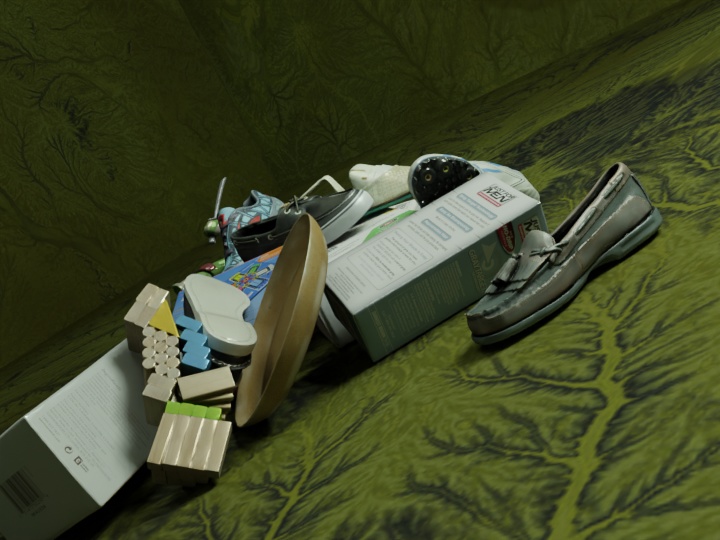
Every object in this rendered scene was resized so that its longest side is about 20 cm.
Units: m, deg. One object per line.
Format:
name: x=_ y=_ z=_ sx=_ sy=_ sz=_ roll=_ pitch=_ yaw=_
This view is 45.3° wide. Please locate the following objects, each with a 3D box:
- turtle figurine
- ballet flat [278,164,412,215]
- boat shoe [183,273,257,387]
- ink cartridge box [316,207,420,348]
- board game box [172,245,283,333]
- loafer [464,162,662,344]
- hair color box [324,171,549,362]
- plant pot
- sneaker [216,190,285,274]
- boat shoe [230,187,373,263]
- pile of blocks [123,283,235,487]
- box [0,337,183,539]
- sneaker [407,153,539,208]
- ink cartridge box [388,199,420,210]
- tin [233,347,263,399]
turtle figurine: x=-0.188 y=-0.004 z=1.304 sx=0.199 sy=0.145 sz=0.194 roll=29 pitch=63 yaw=38
ballet flat: x=-0.013 y=-0.087 z=0.996 sx=0.199 sy=0.063 sz=0.067 roll=-24 pitch=13 yaw=26
boat shoe: x=-0.146 y=0.059 z=0.868 sx=0.061 sy=0.073 sz=0.200 roll=-69 pitch=24 yaw=13
ink cartridge box: x=0.000 y=0.000 z=0.952 sx=0.144 sy=0.085 sz=0.200 roll=-30 pitch=11 yaw=-8
board game box: x=-0.155 y=0.046 z=0.971 sx=0.199 sy=0.019 sz=0.104 roll=-21 pitch=48 yaw=41
loafer: x=0.153 y=-0.016 z=0.685 sx=0.199 sy=0.063 sz=0.072 roll=-33 pitch=11 yaw=-22
hair color box: x=0.068 y=-0.008 z=0.803 sx=0.199 sy=0.061 sz=0.099 roll=-31 pitch=32 yaw=-10
plant pot: x=-0.070 y=0.047 z=0.784 sx=0.200 sy=0.027 sz=0.202 roll=-161 pitch=90 yaw=-77
sneaker: x=-0.157 y=-0.033 z=1.123 sx=0.079 sy=0.095 sz=0.200 roll=-50 pitch=7 yaw=38
boat shoe: x=-0.073 y=-0.050 z=0.965 sx=0.199 sy=0.057 sz=0.069 roll=-25 pitch=21 yaw=38
pile of blocks: x=-0.155 y=0.104 z=0.752 sx=0.081 sy=0.201 sz=0.062 roll=-10 pitch=-38 yaw=-16
box: x=-0.243 y=0.146 z=0.796 sx=0.124 sy=0.098 sz=0.200 roll=-37 pitch=5 yaw=30
sneaker: x=0.111 y=-0.085 z=0.904 sx=0.199 sy=0.072 sz=0.072 roll=8 pitch=21 yaw=-47
ink cartridge box: x=-0.010 y=-0.035 z=1.182 sx=0.175 sy=0.045 sz=0.200 roll=-14 pitch=14 yaw=16
tin: x=-0.133 y=0.099 z=0.962 sx=0.111 sy=0.042 sz=0.200 roll=-32 pitch=10 yaw=1
